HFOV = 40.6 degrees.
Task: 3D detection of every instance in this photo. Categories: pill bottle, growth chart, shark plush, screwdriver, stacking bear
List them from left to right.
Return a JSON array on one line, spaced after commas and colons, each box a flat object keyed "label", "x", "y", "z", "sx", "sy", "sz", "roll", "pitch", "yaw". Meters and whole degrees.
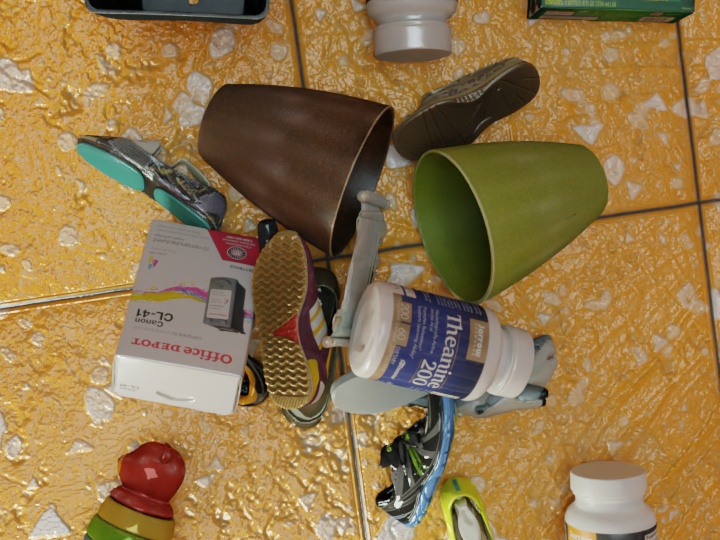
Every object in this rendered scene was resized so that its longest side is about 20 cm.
[{"label": "stacking bear", "x": -0.277, "y": 0.305, "z": 1.179, "sx": 0.112, "sy": 0.121, "sz": 0.203, "roll": 21, "pitch": 83, "yaw": -3}, {"label": "screwdriver", "x": -0.101, "y": 0.038, "z": 1.154, "sx": 0.029, "sy": 0.028, "sz": 0.203, "roll": -9, "pitch": 106, "yaw": -23}, {"label": "growth chart", "x": 0.000, "y": 0.000, "z": 1.166, "sx": 0.017, "sy": 0.145, "sz": 0.203, "roll": 11, "pitch": 83, "yaw": 14}, {"label": "pill bottle", "x": 0.061, "y": -0.361, "z": 1.174, "sx": 0.112, "sy": 0.114, "sz": 0.204, "roll": -2, "pitch": 93, "yaw": -4}, {"label": "pill bottle", "x": 0.094, "y": 0.087, "z": 1.121, "sx": 0.197, "sy": 0.111, "sz": 0.113, "roll": 14, "pitch": 91, "yaw": -16}, {"label": "shark plush", "x": 0.158, "y": 0.145, "z": 1.245, "sx": 0.197, "sy": 0.091, "sz": 0.085, "roll": -18, "pitch": 73, "yaw": 17}, {"label": "pill bottle", "x": 0.315, "y": 0.350, "z": 1.219, "sx": 0.114, "sy": 0.116, "sz": 0.203, "roll": -4, "pitch": 92, "yaw": -4}]

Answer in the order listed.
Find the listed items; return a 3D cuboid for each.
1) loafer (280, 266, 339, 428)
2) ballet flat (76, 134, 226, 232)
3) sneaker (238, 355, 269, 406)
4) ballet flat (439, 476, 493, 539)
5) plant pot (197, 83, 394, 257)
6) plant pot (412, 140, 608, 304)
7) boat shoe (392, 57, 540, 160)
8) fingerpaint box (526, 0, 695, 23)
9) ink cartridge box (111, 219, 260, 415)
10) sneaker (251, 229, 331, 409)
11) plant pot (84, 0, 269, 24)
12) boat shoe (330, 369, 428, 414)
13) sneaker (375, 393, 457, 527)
[{"label": "loafer", "x": -0.065, "y": 0.097, "z": 1.204, "sx": 0.075, "sy": 0.067, "sz": 0.203, "roll": 4, "pitch": 92, "yaw": -4}, {"label": "ballet flat", "x": -0.248, "y": -0.119, "z": 1.190, "sx": 0.199, "sy": 0.072, "sz": 0.073, "roll": 33, "pitch": 89, "yaw": -5}, {"label": "sneaker", "x": -0.194, "y": 0.101, "z": 1.190, "sx": 0.198, "sy": 0.077, "sz": 0.079, "roll": 30, "pitch": 92, "yaw": -3}, {"label": "ballet flat", "x": 0.146, "y": 0.362, "z": 1.231, "sx": 0.066, "sy": 0.067, "sz": 0.203, "roll": -17, "pitch": 94, "yaw": -4}, {"label": "plant pot", "x": -0.085, "y": -0.141, "z": 1.153, "sx": 0.198, "sy": 0.187, "sz": 0.189, "roll": 23, "pitch": 90, "yaw": 9}, {"label": "plant pot", "x": 0.193, "y": -0.079, "z": 1.176, "sx": 0.198, "sy": 0.187, "sz": 0.190, "roll": -18, "pitch": 94, "yaw": -19}, {"label": "boat shoe", "x": 0.128, "y": -0.202, "z": 1.218, "sx": 0.198, "sy": 0.063, "sz": 0.074, "roll": -26, "pitch": 120, "yaw": -1}, {"label": "fingerpaint box", "x": 0.313, "y": -0.402, "z": 1.212, "sx": 0.197, "sy": 0.073, "sz": 0.170, "roll": 1, "pitch": 92, "yaw": -5}, {"label": "ink cartridge box", "x": -0.195, "y": 0.050, "z": 1.132, "sx": 0.145, "sy": 0.086, "sz": 0.202, "roll": 10, "pitch": 49, "yaw": -7}, {"label": "sneaker", "x": -0.075, "y": 0.055, "z": 1.127, "sx": 0.074, "sy": 0.090, "sz": 0.204, "roll": -1, "pitch": 92, "yaw": 20}, {"label": "plant pot", "x": -0.201, "y": -0.376, "z": 1.121, "sx": 0.197, "sy": 0.177, "sz": 0.203, "roll": 1, "pitch": 92, "yaw": -5}, {"label": "boat shoe", "x": 0.054, "y": 0.122, "z": 1.218, "sx": 0.197, "sy": 0.064, "sz": 0.071, "roll": -15, "pitch": 129, "yaw": -9}, {"label": "sneaker", "x": 0.067, "y": 0.225, "z": 1.203, "sx": 0.082, "sy": 0.071, "sz": 0.202, "roll": 20, "pitch": 111, "yaw": 7}]
